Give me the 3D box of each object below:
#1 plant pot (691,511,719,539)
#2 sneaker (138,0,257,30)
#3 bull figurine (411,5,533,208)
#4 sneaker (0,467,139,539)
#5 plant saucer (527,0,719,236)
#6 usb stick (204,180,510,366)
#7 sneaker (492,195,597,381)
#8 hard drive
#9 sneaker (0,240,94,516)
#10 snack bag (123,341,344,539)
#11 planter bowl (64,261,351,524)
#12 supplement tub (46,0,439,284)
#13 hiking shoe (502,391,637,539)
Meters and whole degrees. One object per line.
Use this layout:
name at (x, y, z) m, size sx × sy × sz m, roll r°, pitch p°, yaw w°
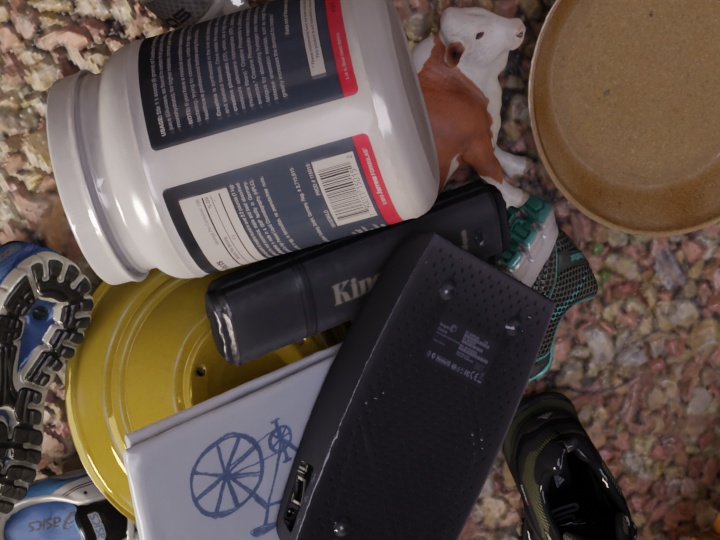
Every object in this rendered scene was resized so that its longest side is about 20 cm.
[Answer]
plant pot at (0.325, 0.165, 1.209) m, size 0.199 × 0.200 × 0.185 m, roll 15°, pitch 88°, yaw -14°
sneaker at (-0.074, -0.227, 1.066) m, size 0.087 × 0.074 × 0.201 m, roll 27°, pitch 105°, yaw -23°
bull figurine at (0.042, -0.070, 1.140) m, size 0.200 × 0.065 × 0.121 m, roll -45°, pitch 111°, yaw 5°
sneaker at (-0.146, 0.150, 1.157) m, size 0.199 × 0.072 × 0.072 m, roll -19°, pitch 108°, yaw -8°
plant saucer at (0.194, -0.123, 1.160) m, size 0.198 × 0.035 × 0.202 m, roll -5°, pitch 107°, yaw -16°
usb stick at (0.000, 0.000, 1.082) m, size 0.199 × 0.033 × 0.056 m, roll -21°, pitch 112°, yaw -21°
sneaker at (0.083, 0.054, 1.177) m, size 0.091 × 0.078 × 0.200 m, roll 38°, pitch 90°, yaw -30°
hard drive at (0.030, 0.086, 1.078) m, size 0.134 × 0.042 × 0.201 m, roll 27°, pitch 86°, yaw -42°
sneaker at (-0.233, 0.073, 1.123) m, size 0.078 × 0.089 × 0.201 m, roll 24°, pitch 96°, yaw -35°
snack bag at (-0.050, 0.155, 1.072) m, size 0.188 × 0.021 × 0.202 m, roll -24°, pitch 118°, yaw -35°
planter bowl at (-0.075, 0.072, 1.114) m, size 0.199 × 0.083 × 0.202 m, roll 1°, pitch 87°, yaw -22°
supplement tub at (-0.064, -0.076, 1.038) m, size 0.198 × 0.141 × 0.141 m, roll -15°, pitch 109°, yaw 8°
hiking shoe at (0.147, 0.186, 1.218) m, size 0.075 × 0.101 × 0.201 m, roll -22°, pitch 109°, yaw -2°
